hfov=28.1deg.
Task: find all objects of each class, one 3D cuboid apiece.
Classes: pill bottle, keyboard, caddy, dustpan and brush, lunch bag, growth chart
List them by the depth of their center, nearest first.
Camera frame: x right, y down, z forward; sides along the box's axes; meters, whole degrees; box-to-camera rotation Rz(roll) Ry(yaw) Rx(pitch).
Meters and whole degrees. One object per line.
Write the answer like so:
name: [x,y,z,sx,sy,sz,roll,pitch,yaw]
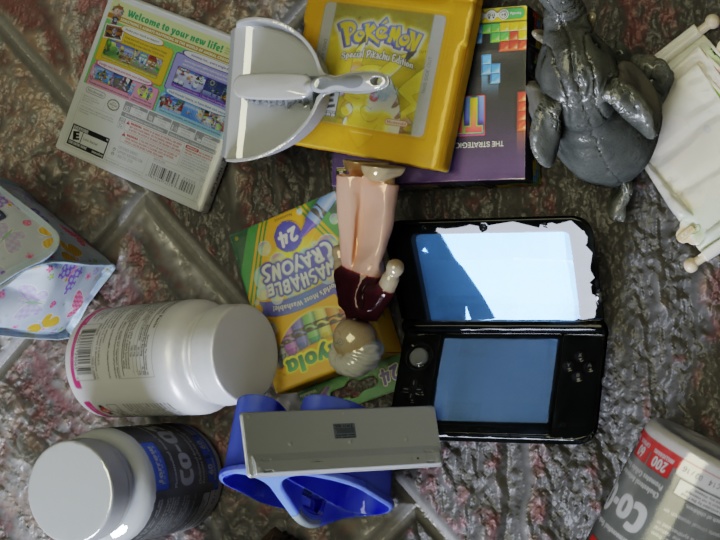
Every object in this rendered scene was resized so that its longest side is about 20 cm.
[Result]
pill bottle: [0.257,0.240,1.250,0.114,0.114,0.201,29,97,22]
keyboard: [-0.013,0.149,1.266,0.011,0.199,0.057,-40,56,51]
growth chart: [0.314,-0.119,1.301,0.144,0.018,0.201,-29,76,18]
caddy: [-0.047,0.186,1.344,0.141,0.200,0.106,-3,69,21]
dustpan and brush: [-0.054,-0.171,1.346,0.199,0.057,0.140,3,87,26]
pill bottle: [-0.228,0.209,1.409,0.113,0.200,0.114,-1,86,22]
pill bottle: [-0.186,0.087,1.423,0.199,0.113,0.114,-5,84,38]
lunch bag: [-0.378,-0.021,1.487,0.169,0.200,0.127,38,101,21]

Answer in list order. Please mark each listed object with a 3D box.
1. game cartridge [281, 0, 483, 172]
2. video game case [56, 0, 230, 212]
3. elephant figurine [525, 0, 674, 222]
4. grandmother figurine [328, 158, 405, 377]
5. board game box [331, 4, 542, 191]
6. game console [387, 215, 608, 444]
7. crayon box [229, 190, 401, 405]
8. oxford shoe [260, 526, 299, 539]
game cartridge: [0.021,-0.205,1.361,0.176,0.032,0.201,12,93,26]
video game case: [-0.213,-0.180,1.524,0.199,0.022,0.183,24,96,23]
elephant figurine: [0.191,-0.151,1.236,0.155,0.200,0.142,39,98,18]
grandmother figurine: [0.000,0.000,1.333,0.060,0.121,0.201,3,99,-17]
board game box: [0.072,-0.162,1.385,0.199,0.057,0.166,-1,85,23]
game console: [0.116,0.056,1.314,0.199,0.116,0.177,-1,61,23]
crayon box: [-0.040,0.038,1.422,0.125,0.052,0.201,-22,79,20]
oxford shoe: [-0.069,0.294,1.407,0.199,0.073,0.085,-5,83,22]
